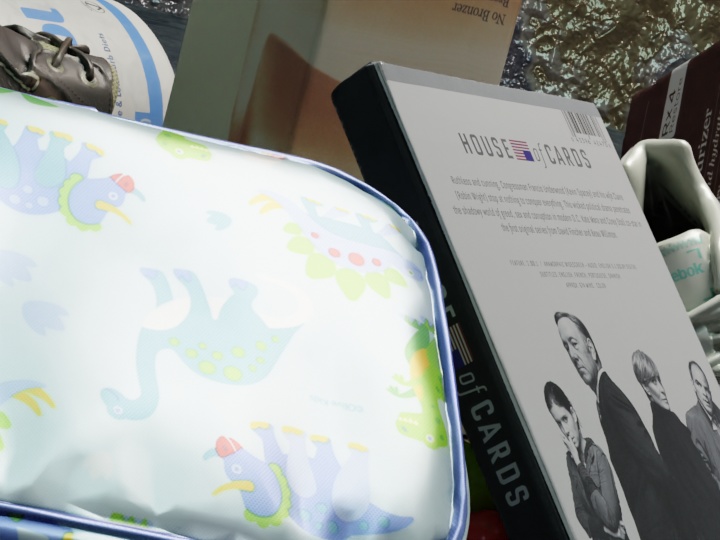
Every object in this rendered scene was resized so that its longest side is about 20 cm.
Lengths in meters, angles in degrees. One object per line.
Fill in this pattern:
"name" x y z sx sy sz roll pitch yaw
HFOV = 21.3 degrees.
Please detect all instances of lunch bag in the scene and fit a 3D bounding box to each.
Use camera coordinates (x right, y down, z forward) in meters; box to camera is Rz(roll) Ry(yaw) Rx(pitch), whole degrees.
"lunch bag" -0.077 0.032 0.489 0.200 0.083 0.161 12 39 -17

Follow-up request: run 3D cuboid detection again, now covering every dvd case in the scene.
"dvd case" 0.073 0.031 0.617 0.025 0.200 0.150 -31 -18 29

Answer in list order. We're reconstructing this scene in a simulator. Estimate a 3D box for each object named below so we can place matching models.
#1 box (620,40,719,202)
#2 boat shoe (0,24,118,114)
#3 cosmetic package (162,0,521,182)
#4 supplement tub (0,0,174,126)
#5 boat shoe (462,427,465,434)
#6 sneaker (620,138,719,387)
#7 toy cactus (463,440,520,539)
"box" 0.227 -0.012 0.922 0.164 0.166 0.200 13 -10 -11
"boat shoe" -0.129 -0.067 0.786 0.200 0.065 0.073 57 -2 -40
"cosmetic package" -0.018 -0.040 0.764 0.103 0.201 0.087 4 15 -41
"supplement tub" -0.191 -0.074 0.892 0.132 0.132 0.200 21 12 31
"boat shoe" 0.000 0.000 0.879 0.200 0.091 0.071 21 12 31
"sneaker" 0.124 0.034 0.724 0.070 0.080 0.201 -14 49 2
"toy cactus" -0.016 0.038 0.647 0.165 0.102 0.200 -3 34 3
